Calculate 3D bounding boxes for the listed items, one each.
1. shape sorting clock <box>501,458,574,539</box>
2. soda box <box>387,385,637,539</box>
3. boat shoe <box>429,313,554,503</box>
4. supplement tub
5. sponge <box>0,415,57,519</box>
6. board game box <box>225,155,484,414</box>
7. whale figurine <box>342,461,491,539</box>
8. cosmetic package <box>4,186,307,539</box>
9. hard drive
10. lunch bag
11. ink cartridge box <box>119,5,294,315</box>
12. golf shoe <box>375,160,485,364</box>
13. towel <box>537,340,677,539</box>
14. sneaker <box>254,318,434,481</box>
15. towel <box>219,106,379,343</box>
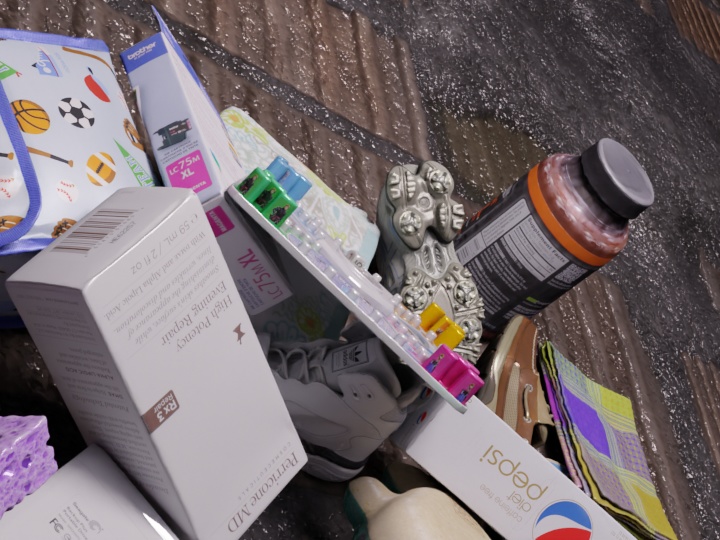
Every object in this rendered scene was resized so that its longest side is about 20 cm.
[{"bbox_3d":[0.182,0.243,1.094,0.200,0.039,0.200,31,38,-28],"label":"shape sorting clock"},{"bbox_3d":[0.114,0.162,0.983,0.200,0.064,0.068,41,-5,-13],"label":"soda box"},{"bbox_3d":[0.116,0.120,1.097,0.074,0.076,0.200,31,44,-3],"label":"boat shoe"},{"bbox_3d":[0.161,-0.031,1.192,0.107,0.200,0.107,32,36,-27],"label":"supplement tub"},{"bbox_3d":[-0.243,0.097,0.588,0.112,0.200,0.030,-41,125,-56],"label":"sponge"},{"bbox_3d":[0.000,0.000,0.912,0.200,0.026,0.200,44,6,-5],"label":"board game box"},{"bbox_3d":[0.038,0.207,0.924,0.159,0.104,0.200,42,9,-14],"label":"whale figurine"},{"bbox_3d":[-0.112,0.062,0.782,0.102,0.074,0.200,-46,127,-37],"label":"cosmetic package"},{"bbox_3d":[-0.157,0.187,0.689,0.132,0.027,0.200,50,32,0],"label":"hard drive"},{"bbox_3d":[-0.226,-0.059,0.821,0.200,0.124,0.170,-1,58,-46],"label":"lunch bag"},{"bbox_3d":[-0.109,-0.077,0.920,0.119,0.042,0.200,59,7,-50],"label":"ink cartridge box"},{"bbox_3d":[0.051,0.012,1.133,0.078,0.097,0.201,0,81,-17],"label":"golf shoe"},{"bbox_3d":[0.224,0.160,1.215,0.144,0.023,0.200,36,27,-30],"label":"towel"},{"bbox_3d":[-0.047,0.064,0.922,0.200,0.115,0.075,33,36,-25],"label":"sneaker"},{"bbox_3d":[-0.075,-0.024,1.044,0.171,0.048,0.200,39,34,-12],"label":"towel"}]
